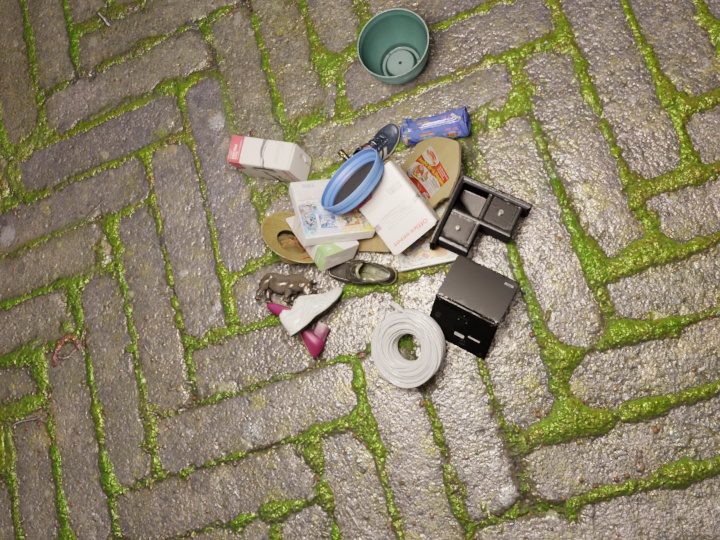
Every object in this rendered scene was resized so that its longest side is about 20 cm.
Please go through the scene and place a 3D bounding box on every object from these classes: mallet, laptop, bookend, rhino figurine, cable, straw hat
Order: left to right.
[{"bbox_3d":[-0.196,0.051,1.778,0.198,0.060,0.088,4,73,13],"label":"rhino figurine"},{"bbox_3d":[-0.196,-0.066,1.780,0.201,0.200,0.085,45,136,18],"label":"straw hat"},{"bbox_3d":[0.019,-0.261,1.722,0.066,0.041,0.201,-37,89,14],"label":"mallet"},{"bbox_3d":[0.123,0.201,1.645,0.199,0.069,0.201,27,101,21],"label":"cable"},{"bbox_3d":[0.286,0.095,1.633,0.176,0.103,0.201,27,129,19],"label":"laptop"},{"bbox_3d":[0.307,-0.112,1.633,0.198,0.092,0.201,26,84,11],"label":"bookend"}]

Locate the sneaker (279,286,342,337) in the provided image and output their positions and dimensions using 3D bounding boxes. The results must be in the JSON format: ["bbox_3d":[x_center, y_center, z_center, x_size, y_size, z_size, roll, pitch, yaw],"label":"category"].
[{"bbox_3d":[-0.132,0.093,1.711,0.200,0.071,0.080,-36,79,-26],"label":"sneaker"}]

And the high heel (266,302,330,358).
[{"bbox_3d":[-0.187,0.162,1.749,0.199,0.067,0.097,23,76,15],"label":"high heel"}]

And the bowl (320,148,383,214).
[{"bbox_3d":[-0.020,-0.227,1.631,0.200,0.039,0.201,-36,30,24],"label":"bowl"}]

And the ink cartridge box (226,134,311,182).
[{"bbox_3d":[-0.259,-0.317,1.814,0.198,0.146,0.086,9,84,17],"label":"ink cartridge box"}]

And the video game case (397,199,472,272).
[{"bbox_3d":[0.191,-0.103,1.718,0.198,0.023,0.184,-12,77,14],"label":"video game case"}]

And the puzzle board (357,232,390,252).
[{"bbox_3d":[0.026,-0.151,1.764,0.150,0.017,0.202,3,80,27],"label":"puzzle board"}]

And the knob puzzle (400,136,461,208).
[{"bbox_3d":[0.201,-0.268,1.694,0.219,0.030,0.222,-11,75,44],"label":"knob puzzle"}]

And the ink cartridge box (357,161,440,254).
[{"bbox_3d":[0.092,-0.162,1.653,0.146,0.083,0.200,-39,86,18],"label":"ink cartridge box"}]

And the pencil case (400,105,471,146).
[{"bbox_3d":[0.206,-0.394,1.731,0.198,0.087,0.079,-8,82,15],"label":"pencil case"}]

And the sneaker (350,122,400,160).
[{"bbox_3d":[0.034,-0.338,1.769,0.075,0.084,0.200,41,92,18],"label":"sneaker"}]

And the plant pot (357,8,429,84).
[{"bbox_3d":[0.103,-0.607,1.772,0.199,0.134,0.202,-2,80,15],"label":"plant pot"}]

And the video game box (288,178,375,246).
[{"bbox_3d":[-0.077,-0.163,1.708,0.198,0.047,0.183,-8,61,-19],"label":"video game box"}]

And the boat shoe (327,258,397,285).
[{"bbox_3d":[0.000,0.001,1.729,0.199,0.066,0.072,7,83,17],"label":"boat shoe"}]

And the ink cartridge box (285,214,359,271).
[{"bbox_3d":[-0.109,-0.108,1.741,0.117,0.068,0.200,-23,62,-30],"label":"ink cartridge box"}]
